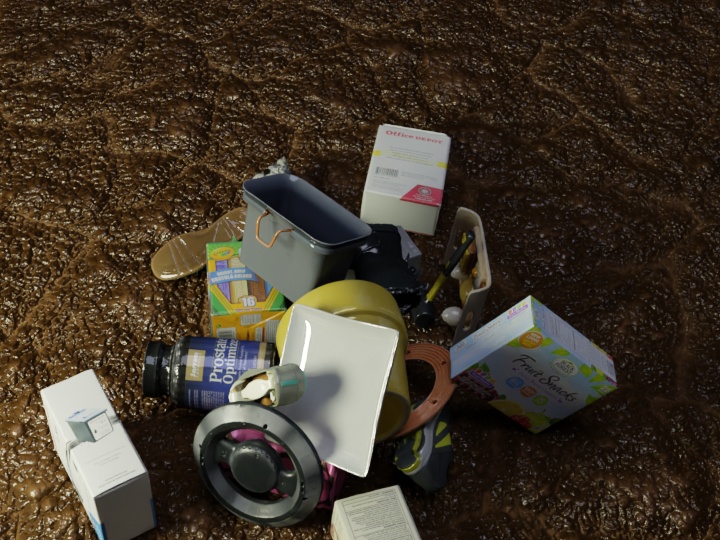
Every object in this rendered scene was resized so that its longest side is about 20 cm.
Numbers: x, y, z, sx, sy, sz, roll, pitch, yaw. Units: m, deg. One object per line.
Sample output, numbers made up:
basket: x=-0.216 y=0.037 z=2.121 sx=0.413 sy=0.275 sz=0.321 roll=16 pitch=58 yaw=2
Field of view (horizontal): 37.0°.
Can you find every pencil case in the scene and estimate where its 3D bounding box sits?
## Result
pencil case: x=-0.118 y=0.275 z=1.571 sx=0.197 sy=0.094 sz=0.091 roll=14 pitch=46 yaw=8

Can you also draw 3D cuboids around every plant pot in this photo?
plant pot: x=-0.011 y=0.150 z=1.601 sx=0.198 sy=0.202 sz=0.190 roll=-8 pitch=46 yaw=-14

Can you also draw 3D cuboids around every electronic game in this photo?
electronic game: x=-0.144 y=0.272 z=1.501 sx=0.198 sy=0.202 sz=0.042 roll=20 pitch=29 yaw=13

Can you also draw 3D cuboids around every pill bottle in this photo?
pill bottle: x=-0.230 y=0.159 z=1.655 sx=0.197 sy=0.113 sz=0.113 roll=4 pitch=46 yaw=-2

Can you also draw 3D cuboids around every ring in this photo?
ring: x=0.061 y=0.189 z=1.666 sx=0.199 sy=0.019 sz=0.201 roll=-23 pitch=32 yaw=15

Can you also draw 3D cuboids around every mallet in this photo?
mallet: x=0.136 y=0.004 z=1.794 sx=0.041 sy=0.201 sz=0.066 roll=15 pitch=33 yaw=-21

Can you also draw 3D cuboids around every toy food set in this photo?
toy food set: x=0.169 y=0.012 z=1.817 sx=0.060 sy=0.144 sz=0.202 roll=4 pitch=46 yaw=-7

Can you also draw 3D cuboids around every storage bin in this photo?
storage bin: x=-0.103 y=-0.037 z=1.649 sx=0.199 sy=0.136 sz=0.145 roll=34 pitch=32 yaw=30

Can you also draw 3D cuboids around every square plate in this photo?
square plate: x=-0.038 y=0.161 z=1.489 sx=0.198 sy=0.201 sz=0.028 roll=13 pitch=0 yaw=40

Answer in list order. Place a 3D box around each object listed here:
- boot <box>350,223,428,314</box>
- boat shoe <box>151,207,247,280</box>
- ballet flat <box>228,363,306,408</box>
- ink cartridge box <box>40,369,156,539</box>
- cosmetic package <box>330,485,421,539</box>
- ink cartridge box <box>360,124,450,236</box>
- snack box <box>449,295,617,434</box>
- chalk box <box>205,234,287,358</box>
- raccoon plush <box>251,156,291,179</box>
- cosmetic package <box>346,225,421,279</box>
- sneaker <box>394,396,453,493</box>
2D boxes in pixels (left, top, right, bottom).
boot: x=-0.001 y=0.001 z=1.716 sx=0.196 sy=0.074 sz=0.164 roll=-3 pitch=46 yaw=-15
boat shoe: x=-0.266 y=-0.037 z=1.870 sx=0.199 sy=0.072 sz=0.073 roll=-32 pitch=72 yaw=-6
ballet flat: x=-0.150 y=0.170 z=1.515 sx=0.063 sy=0.199 sz=0.068 roll=-7 pitch=79 yaw=-38
ink cartridge box: x=-0.367 y=0.265 z=1.515 sx=0.085 sy=0.147 sz=0.200 roll=-23 pitch=53 yaw=-24
cosmetic package: x=0.037 y=0.408 z=1.467 sx=0.102 sy=0.088 sz=0.201 roll=-9 pitch=47 yaw=-16
ink cartridge box: x=0.087 y=-0.173 z=2.025 sx=0.143 sy=0.084 sz=0.201 roll=11 pitch=46 yaw=3
snack box: x=0.261 y=0.147 z=1.627 sx=0.199 sy=0.168 sz=0.068 roll=34 pitch=37 yaw=-30
chalk box: x=-0.190 y=0.032 z=1.771 sx=0.122 sy=0.126 sz=0.202 roll=-2 pitch=48 yaw=-8
raccoon plush: x=-0.114 y=-0.117 z=1.976 sx=0.199 sy=0.097 sz=0.134 roll=37 pitch=32 yaw=-12
cosmetic package: x=-0.001 y=0.012 z=1.826 sx=0.198 sy=0.108 sz=0.091 roll=-16 pitch=49 yaw=-23
sneaker: x=0.104 y=0.262 z=1.635 sx=0.074 sy=0.085 sz=0.200 roll=-27 pitch=17 yaw=28
